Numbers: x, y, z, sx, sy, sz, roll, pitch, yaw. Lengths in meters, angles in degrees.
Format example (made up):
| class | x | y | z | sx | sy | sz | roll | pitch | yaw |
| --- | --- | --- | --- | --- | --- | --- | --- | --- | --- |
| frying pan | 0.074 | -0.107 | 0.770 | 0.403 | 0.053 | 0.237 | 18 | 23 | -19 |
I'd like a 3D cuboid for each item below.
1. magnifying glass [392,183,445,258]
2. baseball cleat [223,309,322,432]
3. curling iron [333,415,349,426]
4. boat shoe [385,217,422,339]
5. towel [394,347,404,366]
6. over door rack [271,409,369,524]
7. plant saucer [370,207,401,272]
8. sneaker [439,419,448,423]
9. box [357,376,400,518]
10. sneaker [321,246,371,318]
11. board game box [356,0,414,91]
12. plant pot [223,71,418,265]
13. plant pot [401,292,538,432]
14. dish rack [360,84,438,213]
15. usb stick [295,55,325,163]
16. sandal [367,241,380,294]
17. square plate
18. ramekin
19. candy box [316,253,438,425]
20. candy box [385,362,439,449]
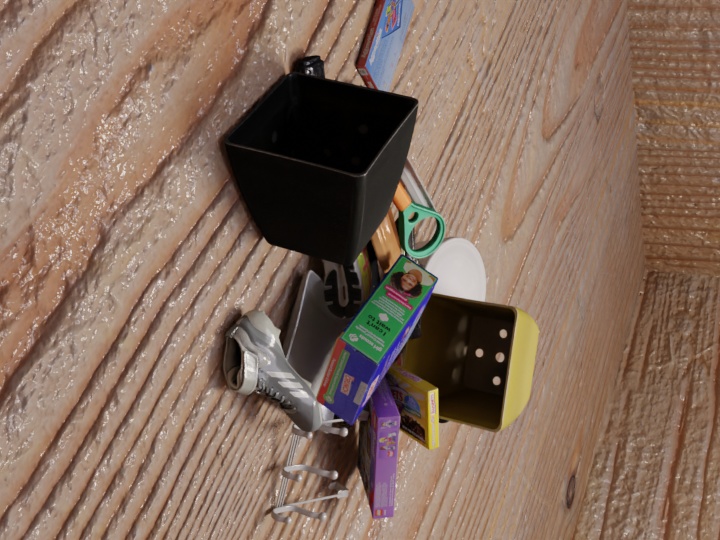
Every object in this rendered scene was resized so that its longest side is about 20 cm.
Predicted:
| class | x | y | z | sx | sy | sz | roll | pitch | yaw |
| --- | --- | --- | --- | --- | --- | --- | --- | --- | --- |
| magnifying glass | 0.075 | -0.087 | 1.548 | 0.080 | 0.022 | 0.200 | -43 | 137 | -5 |
| baseball cleat | -0.126 | 0.155 | 1.377 | 0.106 | 0.069 | 0.202 | -44 | 113 | -40 |
| curling iron | -0.015 | 0.153 | 1.663 | 0.026 | 0.049 | 0.203 | 161 | -64 | -71 |
| boat shoe | 0.078 | 0.015 | 1.680 | 0.072 | 0.065 | 0.204 | -173 | -93 | -76 |
| towel | 0.072 | 0.205 | 1.872 | 0.200 | 0.030 | 0.148 | -47 | 139 | -51 |
| over door rack | -0.049 | 0.295 | 1.547 | 0.199 | 0.066 | 0.150 | -3 | 110 | -61 |
| plant saucer | 0.026 | -0.098 | 1.588 | 0.200 | 0.037 | 0.203 | -15 | 90 | -85 |
| sneaker | 0.177 | 0.193 | 2.036 | 0.114 | 0.075 | 0.202 | -43 | 136 | -56 |
| box | 0.028 | 0.282 | 1.664 | 0.137 | 0.039 | 0.202 | -111 | -159 | -60 |
| sneaker | -0.020 | -0.022 | 1.554 | 0.090 | 0.077 | 0.203 | 28 | 60 | -68 |
| board game box | 0.043 | -0.390 | 1.685 | 0.103 | 0.019 | 0.202 | 54 | 48 | -57 |
| plant pot | -0.047 | -0.126 | 1.371 | 0.201 | 0.197 | 0.179 | -55 | 153 | -46 |
| plant pot | 0.201 | 0.150 | 1.730 | 0.176 | 0.198 | 0.203 | 7 | 92 | -56 |
| dish rack | 0.047 | -0.181 | 1.608 | 0.201 | 0.043 | 0.172 | 60 | 3 | 33 |
| usb stick | -0.065 | -0.208 | 1.482 | 0.055 | 0.032 | 0.203 | -35 | 127 | -49 |
| sandal | 0.000 | 0.000 | 1.647 | 0.075 | 0.044 | 0.202 | -54 | 141 | -53 |
| square plate | -0.071 | 0.126 | 1.547 | 0.200 | 0.028 | 0.201 | 47 | 53 | -58 |
| ramekin | 0.133 | 0.038 | 1.836 | 0.201 | 0.093 | 0.206 | -9 | 102 | -47 |
| candy box | 0.023 | 0.103 | 1.521 | 0.201 | 0.076 | 0.170 | -54 | 171 | -40 |
| candy box | 0.065 | 0.210 | 1.678 | 0.026 | 0.199 | 0.104 | -10 | 108 | -29 |
